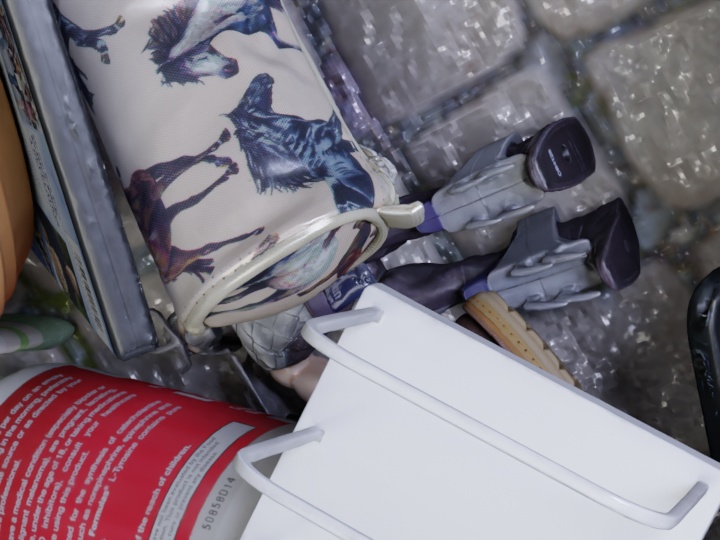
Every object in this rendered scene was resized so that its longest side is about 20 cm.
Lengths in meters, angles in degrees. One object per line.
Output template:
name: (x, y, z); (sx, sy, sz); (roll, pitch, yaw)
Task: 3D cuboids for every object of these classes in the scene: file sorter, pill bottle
file sorter: (0.007, 0.126, 0.865); (0.139, 0.125, 0.200); (28, 99, 11)
pill bottle: (-0.091, 0.098, 1.038); (0.200, 0.112, 0.112); (13, 115, 34)

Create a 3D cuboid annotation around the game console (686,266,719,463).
game console: (0.224, 0.071, 0.957); (0.116, 0.176, 0.200); (4, 113, 46)

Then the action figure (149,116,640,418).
action figure: (0.000, 0.000, 1.020); (0.200, 0.069, 0.130); (-19, 113, 26)

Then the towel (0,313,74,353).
towel: (-0.218, 0.035, 1.025); (0.152, 0.200, 0.023); (1, 95, 18)

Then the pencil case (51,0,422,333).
pencil case: (-0.056, -0.079, 0.952); (0.089, 0.078, 0.200); (-21, 72, -11)

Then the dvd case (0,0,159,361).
dvd case: (-0.118, -0.057, 0.972); (0.018, 0.200, 0.143); (-19, 106, -11)

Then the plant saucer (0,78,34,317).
plant saucer: (-0.168, -0.074, 0.996); (0.037, 0.200, 0.200); (-23, 106, -18)

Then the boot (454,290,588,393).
boot: (0.034, 0.126, 0.950); (0.166, 0.072, 0.200); (-30, 81, 5)
